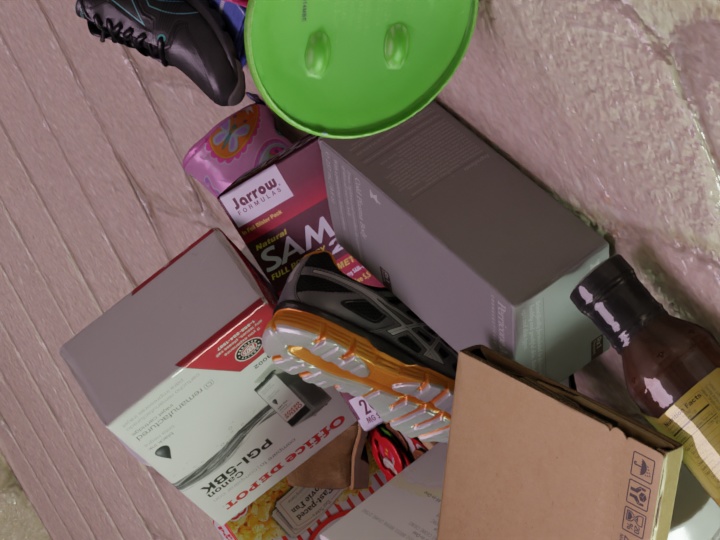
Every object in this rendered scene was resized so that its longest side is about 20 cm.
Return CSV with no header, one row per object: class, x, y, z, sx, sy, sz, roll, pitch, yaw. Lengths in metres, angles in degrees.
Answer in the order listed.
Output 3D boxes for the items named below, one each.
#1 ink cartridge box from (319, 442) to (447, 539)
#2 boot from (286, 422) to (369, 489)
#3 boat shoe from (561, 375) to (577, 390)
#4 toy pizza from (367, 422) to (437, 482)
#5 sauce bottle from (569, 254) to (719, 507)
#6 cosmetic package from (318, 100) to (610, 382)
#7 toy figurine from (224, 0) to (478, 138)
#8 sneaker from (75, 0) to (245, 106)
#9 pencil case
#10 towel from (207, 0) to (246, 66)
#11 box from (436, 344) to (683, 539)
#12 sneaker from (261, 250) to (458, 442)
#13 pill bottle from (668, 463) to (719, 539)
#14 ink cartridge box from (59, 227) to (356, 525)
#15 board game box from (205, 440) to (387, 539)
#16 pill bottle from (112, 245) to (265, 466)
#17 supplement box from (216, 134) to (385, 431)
ink cartridge box,0.077,0.214,1.641,0.125,0.200,0.129,27,146,54
boot,-0.033,0.119,1.908,0.201,0.075,0.074,89,173,-47
boat shoe,0.118,0.137,1.504,0.066,0.069,0.201,38,-136,-57
toy pizza,0.064,0.196,1.902,0.200,0.032,0.201,47,159,24
sauce bottle,0.201,0.077,1.335,0.200,0.065,0.065,52,161,14
cosmetic package,0.068,-0.017,1.461,0.200,0.090,0.107,44,156,38
toy figurine,-0.034,-0.206,1.366,0.184,0.149,0.201,-135,41,-52
sneaker,-0.160,-0.186,1.681,0.200,0.079,0.076,49,163,21
pencil case,-0.047,-0.034,1.719,0.200,0.087,0.088,51,161,15
towel,-0.137,-0.246,1.682,0.201,0.024,0.145,55,163,7
box,0.114,0.164,1.395,0.163,0.021,0.201,26,122,37
sneaker,0.027,0.054,1.533,0.199,0.078,0.078,31,143,-28
pill bottle,0.205,0.209,1.452,0.120,0.119,0.201,31,150,50
ink cartridge box,-0.102,0.081,1.649,0.083,0.147,0.200,53,-178,35
board game box,-0.023,0.241,2.004,0.201,0.151,0.046,54,161,0
pill bottle,-0.123,0.059,1.866,0.114,0.200,0.114,47,160,23
supplement box,0.000,0.000,1.608,0.108,0.061,0.201,-29,97,27
